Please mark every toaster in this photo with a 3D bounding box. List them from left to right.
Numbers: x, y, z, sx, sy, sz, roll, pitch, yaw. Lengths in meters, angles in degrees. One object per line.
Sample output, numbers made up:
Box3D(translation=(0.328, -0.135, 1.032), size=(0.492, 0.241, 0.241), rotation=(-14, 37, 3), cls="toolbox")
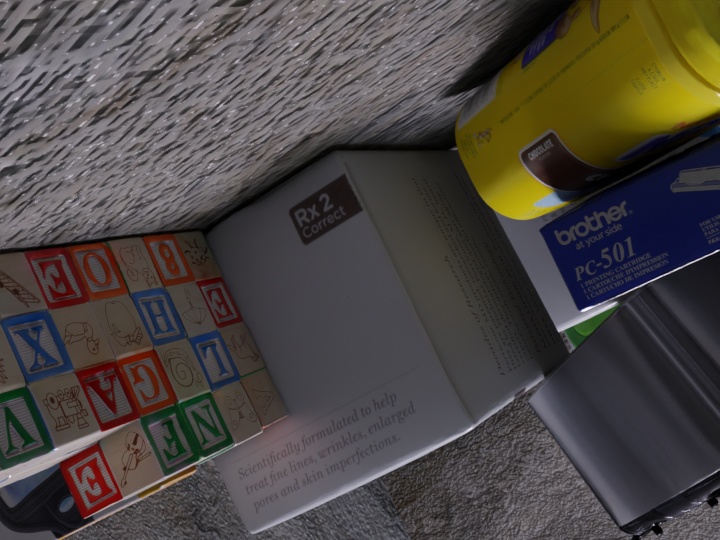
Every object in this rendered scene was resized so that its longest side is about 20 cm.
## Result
Box3D(translation=(0.212, 0.063, 0.618), size=(0.199, 0.119, 0.181), rotation=(-31, 163, -25), cls="toaster")

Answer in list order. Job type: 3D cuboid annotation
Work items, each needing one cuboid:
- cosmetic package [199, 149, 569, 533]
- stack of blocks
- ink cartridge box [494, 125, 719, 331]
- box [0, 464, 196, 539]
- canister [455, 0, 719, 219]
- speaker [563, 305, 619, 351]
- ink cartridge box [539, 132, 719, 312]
Box3D(translation=(0.003, 0.034, 0.639), size=(0.164, 0.166, 0.200), rotation=(-31, 173, 27), cls="cosmetic package")
Box3D(translation=(-0.126, 0.051, 0.481), size=(0.058, 0.116, 0.200), rotation=(-29, 173, 24), cls="stack of blocks")
Box3D(translation=(0.178, -0.055, 0.739), size=(0.199, 0.145, 0.084), rotation=(-30, 176, 32), cls="ink cartridge box")
Box3D(translation=(-0.207, 0.111, 0.633), size=(0.199, 0.120, 0.041), rotation=(-29, 173, 23), cls="box")
Box3D(translation=(0.146, -0.102, 0.486), size=(0.148, 0.087, 0.200), rotation=(-25, 176, -24), cls="canister")
Box3D(translation=(0.193, -0.013, 0.897), size=(0.088, 0.201, 0.088), rotation=(-26, 175, -3), cls="speaker")
Box3D(translation=(0.158, -0.033, 0.525), size=(0.094, 0.044, 0.200), rotation=(-27, 179, 21), cls="ink cartridge box")
